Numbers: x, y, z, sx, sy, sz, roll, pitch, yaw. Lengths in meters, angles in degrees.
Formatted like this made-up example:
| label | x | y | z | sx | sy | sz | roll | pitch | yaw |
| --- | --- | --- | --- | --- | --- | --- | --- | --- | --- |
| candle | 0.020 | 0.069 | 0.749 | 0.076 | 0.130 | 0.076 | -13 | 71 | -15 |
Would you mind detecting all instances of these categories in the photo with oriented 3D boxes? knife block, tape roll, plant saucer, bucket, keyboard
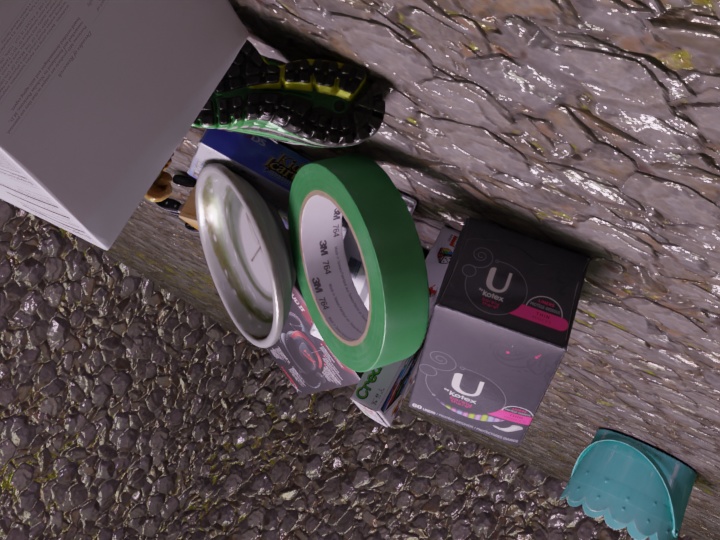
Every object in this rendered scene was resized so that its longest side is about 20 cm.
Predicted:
| label | x | y | z | sx | sy | sz | roll | pitch | yaw |
| --- | --- | --- | --- | --- | --- | --- | --- | --- | --- |
| knife block | -0.197 | -0.084 | 1.523 | 0.175 | 0.064 | 0.200 | 26 | 170 | 2 |
| tape roll | -0.005 | -0.007 | 1.075 | 0.048 | 0.201 | 0.200 | -15 | -171 | -24 |
| plant saucer | -0.112 | -0.020 | 1.203 | 0.200 | 0.050 | 0.201 | 45 | 145 | 45 |
| bucket | 0.447 | 0.360 | 1.897 | 0.206 | 0.135 | 0.207 | 25 | 170 | 5 |
| keyboard | 0.000 | 0.000 | 1.172 | 0.056 | 0.201 | 0.011 | 29 | -147 | 13 |

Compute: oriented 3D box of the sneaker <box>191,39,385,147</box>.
| label | x | y | z | sx | sy | sz | roll | pitch | yaw |
| --- | --- | --- | --- | --- | --- | --- | --- | --- | --- |
| sneaker | -0.082 | -0.130 | 0.878 | 0.199 | 0.078 | 0.085 | 17 | 174 | -1 |

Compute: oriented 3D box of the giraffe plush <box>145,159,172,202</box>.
| label | x | y | z | sx | sy | sz | roll | pitch | yaw |
| --- | --- | --- | --- | --- | --- | --- | --- | --- | --- |
| giraffe plush | -0.281 | -0.141 | 1.258 | 0.161 | 0.173 | 0.200 | 8 | 164 | -16 |

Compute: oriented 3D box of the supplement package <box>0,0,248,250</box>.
| label | x | y | z | sx | sy | sz | roll | pitch | yaw |
| --- | --- | --- | --- | --- | --- | --- | --- | --- | --- |
| supplement package | -0.210 | -0.158 | 0.739 | 0.147 | 0.192 | 0.200 | 22 | 163 | 28 |

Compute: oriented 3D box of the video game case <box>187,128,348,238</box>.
| label | x | y | z | sx | sy | sz | roll | pitch | yaw |
| --- | --- | --- | --- | --- | --- | --- | --- | --- | --- |
| video game case | -0.086 | -0.090 | 1.245 | 0.199 | 0.046 | 0.181 | 29 | 169 | -9 |

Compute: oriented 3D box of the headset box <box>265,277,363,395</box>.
| label | x | y | z | sx | sy | sz | roll | pitch | yaw |
| --- | --- | --- | --- | --- | --- | --- | --- | --- | --- |
| headset box | -0.048 | 0.057 | 1.310 | 0.149 | 0.075 | 0.200 | 55 | 153 | -6 |

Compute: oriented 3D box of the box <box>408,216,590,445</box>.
| label | x | y | z | sx | sy | sz | roll | pitch | yaw |
| --- | --- | --- | --- | --- | --- | --- | --- | --- | --- |
| box | 0.126 | 0.062 | 1.077 | 0.122 | 0.106 | 0.200 | 18 | 147 | 7 |

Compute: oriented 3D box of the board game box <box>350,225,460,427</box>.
| label | x | y | z | sx | sy | sz | roll | pitch | yaw |
| --- | --- | --- | --- | --- | --- | --- | --- | --- | --- |
| board game box | 0.058 | 0.062 | 1.197 | 0.035 | 0.201 | 0.126 | 27 | 170 | 13 |
